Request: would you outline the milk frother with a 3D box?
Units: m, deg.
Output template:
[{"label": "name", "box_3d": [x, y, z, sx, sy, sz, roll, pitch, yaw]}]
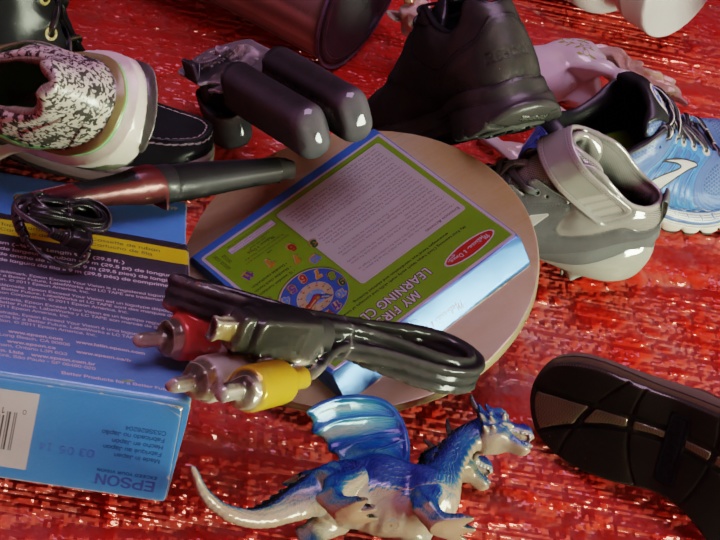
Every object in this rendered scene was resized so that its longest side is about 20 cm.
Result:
[{"label": "milk frother", "box_3d": [-0.100, -0.197, 1.508, 0.188, 0.181, 0.201, 29, 81, 17]}]

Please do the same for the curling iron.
[{"label": "curling iron", "box_3d": [-0.108, -0.038, 1.271, 0.200, 0.026, 0.050, -16, 59, -48]}]

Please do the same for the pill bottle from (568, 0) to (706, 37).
[{"label": "pill bottle", "box_3d": [0.159, -0.252, 1.676, 0.111, 0.111, 0.200, -21, 50, -40]}]

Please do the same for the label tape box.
[{"label": "label tape box", "box_3d": [-0.162, 0.028, 1.220, 0.143, 0.064, 0.200, 10, 29, -9]}]

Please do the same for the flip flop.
[{"label": "flip flop", "box_3d": [0.185, 0.100, 1.269, 0.199, 0.081, 0.058, 25, 22, 20]}]

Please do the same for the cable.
[{"label": "cable", "box_3d": [-0.028, 0.042, 1.192, 0.199, 0.051, 0.097, 9, 18, -48]}]

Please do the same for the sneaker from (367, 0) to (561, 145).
[{"label": "sneaker", "box_3d": [0.056, -0.120, 1.419, 0.076, 0.091, 0.200, -14, 3, -25]}]

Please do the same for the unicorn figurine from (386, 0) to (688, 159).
[{"label": "unicorn figurine", "box_3d": [0.106, -0.126, 1.537, 0.199, 0.074, 0.137, 7, 33, -40]}]

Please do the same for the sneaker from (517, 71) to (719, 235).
[{"label": "sneaker", "box_3d": [0.186, -0.075, 1.474, 0.199, 0.089, 0.079, -8, 44, -30]}]

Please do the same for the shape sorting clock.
[{"label": "shape sorting clock", "box_3d": [0.000, 0.000, 1.313, 0.199, 0.039, 0.201, -5, 47, 5]}]

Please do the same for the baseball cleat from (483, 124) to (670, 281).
[{"label": "baseball cleat", "box_3d": [0.081, -0.051, 1.387, 0.199, 0.107, 0.070, 7, 47, -8]}]

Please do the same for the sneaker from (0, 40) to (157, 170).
[{"label": "sneaker", "box_3d": [-0.207, -0.098, 1.267, 0.199, 0.077, 0.088, -1, -15, 32]}]

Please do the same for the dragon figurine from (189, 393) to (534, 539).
[{"label": "dragon figurine", "box_3d": [-0.002, 0.104, 1.192, 0.199, 0.059, 0.100, 6, 36, -20]}]

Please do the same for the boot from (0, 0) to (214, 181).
[{"label": "boot", "box_3d": [-0.172, -0.139, 1.357, 0.202, 0.154, 0.074, 13, 23, -3]}]

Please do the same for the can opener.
[{"label": "can opener", "box_3d": [-0.050, -0.093, 1.375, 0.053, 0.067, 0.200, -22, 26, -17]}]
